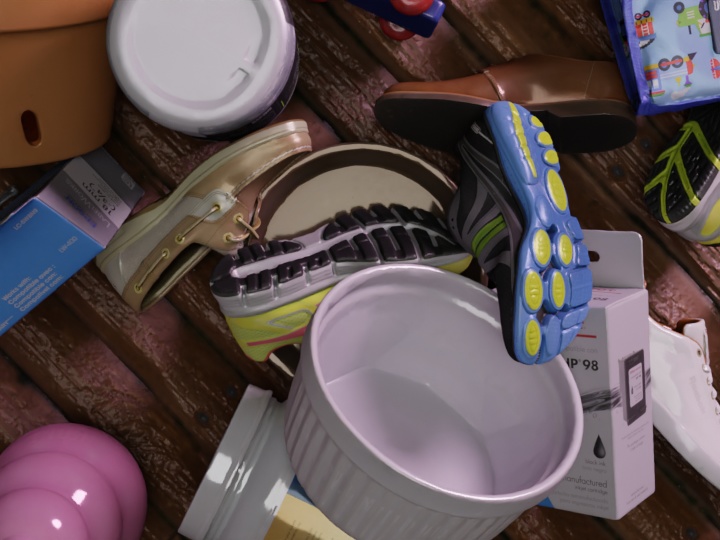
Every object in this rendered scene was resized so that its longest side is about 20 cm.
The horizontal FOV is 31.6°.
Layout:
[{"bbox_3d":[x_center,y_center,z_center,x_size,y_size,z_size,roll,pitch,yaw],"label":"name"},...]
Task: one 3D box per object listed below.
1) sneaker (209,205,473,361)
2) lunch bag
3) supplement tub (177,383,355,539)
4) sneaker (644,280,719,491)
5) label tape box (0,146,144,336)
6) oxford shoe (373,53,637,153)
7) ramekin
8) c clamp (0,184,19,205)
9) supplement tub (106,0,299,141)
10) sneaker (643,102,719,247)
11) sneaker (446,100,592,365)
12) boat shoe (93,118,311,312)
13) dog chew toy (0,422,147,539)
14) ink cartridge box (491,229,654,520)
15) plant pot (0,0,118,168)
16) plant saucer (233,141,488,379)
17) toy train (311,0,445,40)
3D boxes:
[{"bbox_3d":[-0.010,0.014,0.956,0.200,0.078,0.090,-13,124,-8],"label":"sneaker"},{"bbox_3d":[0.258,-0.205,0.936,0.150,0.094,0.200,-12,80,1],"label":"lunch bag"},{"bbox_3d":[-0.020,0.182,0.951,0.200,0.145,0.145,26,93,-3],"label":"supplement tub"},{"bbox_3d":[0.255,0.090,0.986,0.085,0.073,0.200,-40,92,4],"label":"sneaker"},{"bbox_3d":[-0.242,-0.006,0.891,0.144,0.200,0.063,-38,104,15],"label":"label tape box"},{"bbox_3d":[0.110,-0.133,0.983,0.200,0.071,0.071,1,64,1],"label":"oxford shoe"},{"bbox_3d":[0.042,0.102,0.876,0.200,0.200,0.105,26,132,-3],"label":"ramekin"},{"bbox_3d":[-0.392,-0.078,0.989,0.171,0.027,0.200,-42,95,7],"label":"c clamp"},{"bbox_3d":[-0.104,-0.153,0.899,0.122,0.200,0.123,0,93,-1],"label":"supplement tub"},{"bbox_3d":[0.296,-0.110,0.985,0.076,0.075,0.200,35,89,-36],"label":"sneaker"},{"bbox_3d":[0.109,-0.023,0.909,0.071,0.083,0.200,12,58,-37],"label":"sneaker"},{"bbox_3d":[-0.109,-0.039,0.957,0.200,0.074,0.066,-34,81,21],"label":"boat shoe"},{"bbox_3d":[-0.224,0.182,0.919,0.124,0.200,0.125,0,93,-1],"label":"dog chew toy"},{"bbox_3d":[0.151,0.073,0.948,0.116,0.067,0.200,3,104,39],"label":"ink cartridge box"},{"bbox_3d":[-0.253,-0.157,0.911,0.200,0.200,0.140,-3,110,-1],"label":"plant pot"},{"bbox_3d":[0.000,0.000,0.998,0.200,0.029,0.201,0,93,-1],"label":"plant saucer"},{"bbox_3d":[-0.015,-0.266,0.957,0.200,0.085,0.116,25,83,-3],"label":"toy train"}]
